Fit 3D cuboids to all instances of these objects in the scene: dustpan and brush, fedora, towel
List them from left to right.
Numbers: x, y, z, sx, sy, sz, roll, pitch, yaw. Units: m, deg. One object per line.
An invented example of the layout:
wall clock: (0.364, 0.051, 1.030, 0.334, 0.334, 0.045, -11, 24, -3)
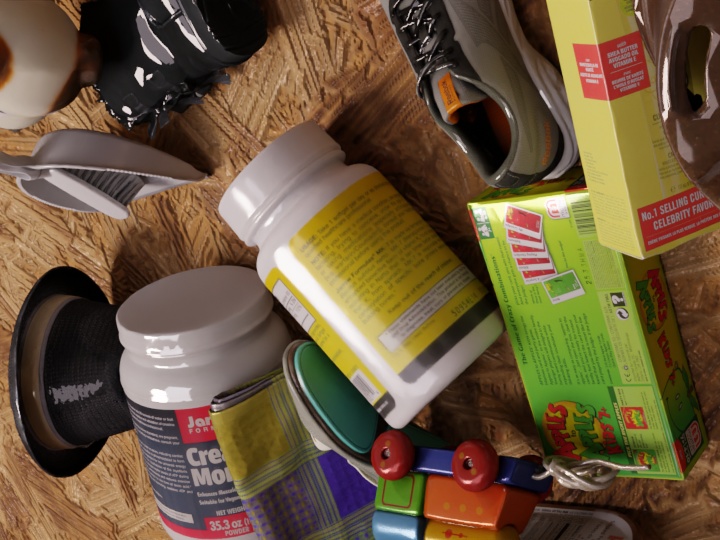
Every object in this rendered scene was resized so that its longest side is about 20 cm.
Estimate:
dustpan and brush: (-0.236, -0.078, 0.930, 0.139, 0.058, 0.199, -11, 151, 42)
fedora: (-0.220, 0.085, 1.027, 0.091, 0.201, 0.203, -3, 115, 12)
towel: (-0.027, 0.154, 0.927, 0.023, 0.143, 0.202, 31, 141, 62)

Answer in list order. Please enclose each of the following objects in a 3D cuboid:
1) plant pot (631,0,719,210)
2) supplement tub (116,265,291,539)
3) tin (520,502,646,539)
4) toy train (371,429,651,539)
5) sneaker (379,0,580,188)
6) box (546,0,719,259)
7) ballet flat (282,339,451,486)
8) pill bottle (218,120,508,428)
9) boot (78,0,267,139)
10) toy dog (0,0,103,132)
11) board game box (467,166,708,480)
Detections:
plant pot: (0.206, -0.110, 0.505, 0.198, 0.199, 0.202, 8, 118, 15)
supplement tub: (-0.115, 0.113, 0.969, 0.139, 0.140, 0.202, 7, 119, 36)
tin: (0.114, 0.210, 0.858, 0.199, 0.112, 0.042, -5, 113, 40)
toy train: (0.091, 0.174, 0.779, 0.199, 0.084, 0.117, 0, 75, 41)
sneaker: (0.059, -0.138, 0.727, 0.201, 0.079, 0.074, 56, 136, 7)
box: (0.154, -0.114, 0.661, 0.050, 0.075, 0.202, -146, 39, -66)
ballet flat: (0.000, 0.124, 0.884, 0.063, 0.068, 0.200, -26, 128, 38)
pill bottle: (0.000, 0.000, 0.831, 0.200, 0.114, 0.114, 48, 134, 6)
boot: (-0.160, -0.209, 0.876, 0.162, 0.073, 0.200, -19, 100, 50)
toy dog: (-0.266, -0.196, 0.886, 0.194, 0.139, 0.201, -46, 59, 32)
board game box: (0.149, 0.036, 0.776, 0.101, 0.048, 0.202, -5, 110, 41)
